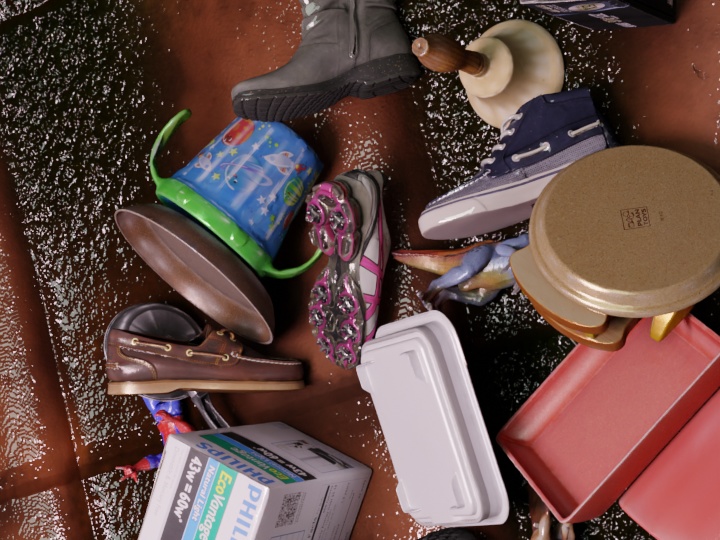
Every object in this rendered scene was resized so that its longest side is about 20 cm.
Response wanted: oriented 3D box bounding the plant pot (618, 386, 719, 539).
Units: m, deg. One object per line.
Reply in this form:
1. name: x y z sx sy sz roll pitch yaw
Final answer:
1. plant pot: 0.341 0.174 1.485 0.200 0.200 0.178 34 93 26

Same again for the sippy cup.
1. sippy cup: -0.110 -0.084 1.769 0.131 0.178 0.139 -51 31 -8

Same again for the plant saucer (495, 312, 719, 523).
1. plant saucer: 0.221 0.116 1.553 0.037 0.200 0.200 41 93 -20

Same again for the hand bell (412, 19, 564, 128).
1. hand bell: 0.098 -0.186 1.616 0.103 0.200 0.105 0 89 29

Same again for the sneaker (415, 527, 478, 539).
1. sneaker: 0.045 0.314 1.717 0.200 0.076 0.091 -37 81 31

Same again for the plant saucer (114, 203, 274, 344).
1. plant saucer: -0.157 -0.003 1.779 0.200 0.201 0.032 32 73 26

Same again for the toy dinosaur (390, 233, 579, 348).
1. toy dinosaur: 0.135 -0.017 1.661 0.181 0.105 0.200 -36 58 3

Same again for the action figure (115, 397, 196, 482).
1. action figure: -0.216 0.140 1.850 0.065 0.099 0.201 -27 78 27

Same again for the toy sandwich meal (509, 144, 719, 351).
1. toy sandwich meal: 0.234 -0.020 1.553 0.203 0.070 0.206 -4 53 6

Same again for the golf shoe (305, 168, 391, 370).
1. golf shoe: 0.000 0.000 1.738 0.072 0.092 0.202 22 123 37

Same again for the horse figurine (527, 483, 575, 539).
1. horse figurine: 0.175 0.254 1.605 0.049 0.200 0.133 3 120 -9

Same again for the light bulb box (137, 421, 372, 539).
1. light bulb box: -0.112 0.262 1.725 0.124 0.200 0.200 23 100 27

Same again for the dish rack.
1. dish rack: 0.059 0.145 1.658 0.171 0.043 0.202 -20 88 64

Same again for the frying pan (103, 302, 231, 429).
1. frying pan: -0.191 0.111 1.820 0.191 0.114 0.031 67 149 25

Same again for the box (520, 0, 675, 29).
1. box: 0.210 -0.323 1.576 0.086 0.163 0.202 0 88 29

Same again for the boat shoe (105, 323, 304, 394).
1. boat shoe: -0.152 0.088 1.779 0.198 0.070 0.071 2 85 -15

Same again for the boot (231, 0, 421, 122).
1. boot: -0.046 -0.223 1.730 0.068 0.199 0.132 134 119 -67

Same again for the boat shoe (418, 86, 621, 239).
1. boat shoe: 0.140 -0.098 1.647 0.198 0.075 0.093 -17 74 2
